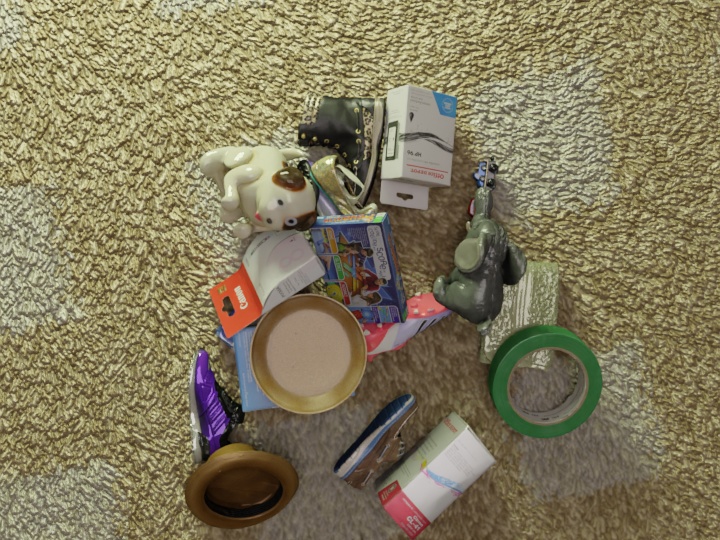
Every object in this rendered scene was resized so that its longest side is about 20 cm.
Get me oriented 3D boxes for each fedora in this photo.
[{"bbox_3d":[-0.209,0.363,1.351,0.198,0.082,0.203,-9,125,-12],"label":"fedora"}]

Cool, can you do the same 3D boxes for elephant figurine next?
[{"bbox_3d":[0.212,-0.021,1.328,0.154,0.141,0.202,30,111,21],"label":"elephant figurine"}]

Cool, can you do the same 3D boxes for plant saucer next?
[{"bbox_3d":[-0.088,0.141,1.312,0.197,0.035,0.203,0,88,-5],"label":"plant saucer"}]

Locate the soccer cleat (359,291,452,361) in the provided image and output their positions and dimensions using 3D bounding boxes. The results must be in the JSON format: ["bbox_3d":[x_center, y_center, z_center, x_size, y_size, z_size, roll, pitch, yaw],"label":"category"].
[{"bbox_3d":[0.085,0.100,1.405,0.198,0.067,0.077,-22,127,-11],"label":"soccer cleat"}]

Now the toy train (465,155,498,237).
[{"bbox_3d":[0.220,-0.112,1.422,0.045,0.034,0.203,9,90,9],"label":"toy train"}]

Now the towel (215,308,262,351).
[{"bbox_3d":[-0.148,0.124,1.401,0.200,0.024,0.147,41,87,-3],"label":"towel"}]

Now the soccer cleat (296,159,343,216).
[{"bbox_3d":[-0.054,-0.110,1.394,0.073,0.068,0.202,-22,85,-30],"label":"soccer cleat"}]

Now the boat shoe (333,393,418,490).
[{"bbox_3d":[0.042,0.310,1.395,0.072,0.072,0.200,42,97,-7],"label":"boat shoe"}]

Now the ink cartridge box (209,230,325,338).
[{"bbox_3d":[-0.172,0.006,1.333,0.199,0.163,0.057,-30,127,-5],"label":"ink cartridge box"}]

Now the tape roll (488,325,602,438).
[{"bbox_3d":[0.333,0.202,1.397,0.198,0.048,0.203,-1,104,-3],"label":"tape roll"}]

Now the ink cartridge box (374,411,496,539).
[{"bbox_3d":[0.127,0.355,1.357,0.200,0.148,0.086,-40,93,-2],"label":"ink cartridge box"}]

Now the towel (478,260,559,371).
[{"bbox_3d":[0.296,0.080,1.424,0.146,0.036,0.203,5,90,-5],"label":"towel"}]

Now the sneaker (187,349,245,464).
[{"bbox_3d":[-0.255,0.239,1.376,0.098,0.070,0.203,-3,94,-11],"label":"sneaker"}]

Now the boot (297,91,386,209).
[{"bbox_3d":[-0.039,-0.220,1.385,0.149,0.073,0.203,11,98,1],"label":"boot"}]

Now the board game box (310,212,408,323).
[{"bbox_3d":[0.000,0.000,1.330,0.134,0.035,0.202,-1,121,20],"label":"board game box"}]

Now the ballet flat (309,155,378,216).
[{"bbox_3d":[-0.009,-0.112,1.337,0.070,0.071,0.201,-36,98,-3],"label":"ballet flat"}]

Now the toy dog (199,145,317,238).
[{"bbox_3d":[-0.151,-0.129,1.308,0.192,0.200,0.141,-23,124,-24],"label":"toy dog"}]

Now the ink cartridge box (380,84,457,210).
[{"bbox_3d":[0.103,-0.215,1.374,0.115,0.068,0.203,5,90,-33],"label":"ink cartridge box"}]

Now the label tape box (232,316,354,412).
[{"bbox_3d":[-0.117,0.160,1.360,0.197,0.066,0.145,-7,90,-7],"label":"label tape box"}]
